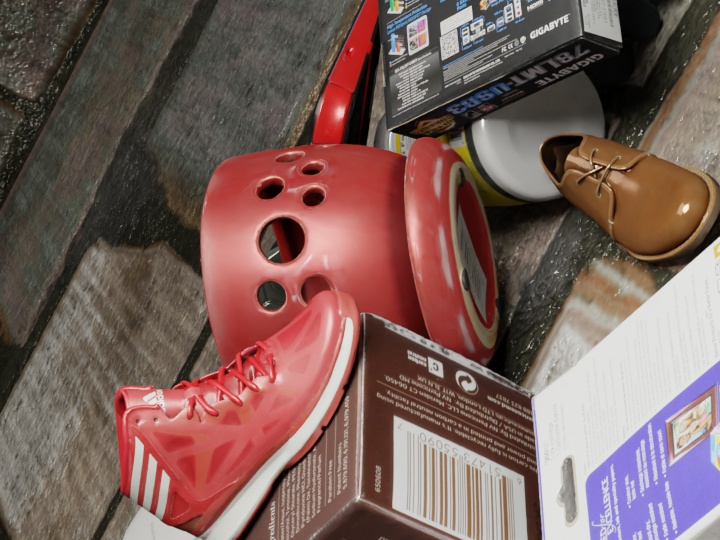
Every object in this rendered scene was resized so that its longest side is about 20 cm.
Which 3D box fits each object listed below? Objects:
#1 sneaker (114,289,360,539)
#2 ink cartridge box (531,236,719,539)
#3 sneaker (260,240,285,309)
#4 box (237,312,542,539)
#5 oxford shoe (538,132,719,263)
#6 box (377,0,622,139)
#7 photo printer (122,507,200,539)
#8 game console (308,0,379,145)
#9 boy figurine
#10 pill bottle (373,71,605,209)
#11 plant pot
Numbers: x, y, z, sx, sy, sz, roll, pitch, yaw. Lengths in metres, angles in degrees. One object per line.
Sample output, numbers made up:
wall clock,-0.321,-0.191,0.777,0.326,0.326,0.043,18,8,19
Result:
sneaker,-0.090,0.084,1.189,0.201,0.115,0.078,-59,23,9
ink cartridge box,0.185,0.101,1.100,0.200,0.043,0.199,-44,29,35
sneaker,-0.047,-0.019,1.680,0.200,0.076,0.114,-57,8,-12
box,0.011,0.171,1.245,0.200,0.165,0.165,-45,29,36
oxford shoe,0.179,-0.055,1.253,0.072,0.071,0.200,-61,24,0
box,0.091,-0.218,1.307,0.199,0.049,0.200,-23,63,45
photo printer,-0.156,0.244,1.659,0.201,0.069,0.167,-57,23,16
game console,-0.017,-0.107,1.498,0.177,0.031,0.201,-75,-4,-46
boy figurine,0.175,-0.220,1.451,0.125,0.064,0.200,-60,24,18
pill bottle,0.095,-0.105,1.433,0.200,0.114,0.115,-4,62,65
plant pot,0.000,0.000,1.330,0.181,0.201,0.201,-11,44,14
